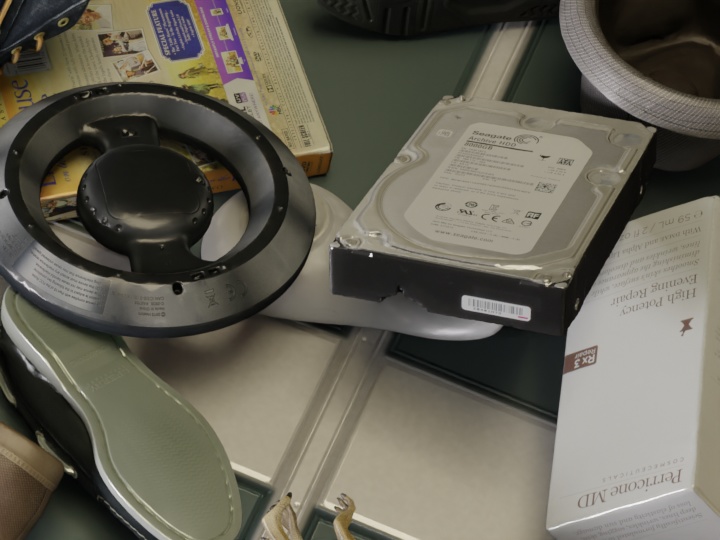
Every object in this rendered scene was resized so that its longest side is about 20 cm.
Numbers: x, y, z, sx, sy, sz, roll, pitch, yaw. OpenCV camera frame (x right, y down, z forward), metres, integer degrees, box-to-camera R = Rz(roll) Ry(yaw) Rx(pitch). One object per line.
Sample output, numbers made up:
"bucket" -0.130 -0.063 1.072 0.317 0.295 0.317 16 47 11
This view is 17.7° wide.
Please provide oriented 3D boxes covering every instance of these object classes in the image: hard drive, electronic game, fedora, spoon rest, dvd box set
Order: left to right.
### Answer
"electronic game" -0.124 -0.038 1.332 0.199 0.042 0.201 6 45 -7
"dvd box set" -0.132 -0.107 1.426 0.199 0.029 0.147 -11 59 -17
"spoon rest" 0.000 0.000 1.367 0.199 0.061 0.100 16 52 19
"hard drive" 0.080 -0.037 1.325 0.139 0.038 0.200 11 32 19
"fedora" 0.206 -0.135 1.461 0.176 0.091 0.200 26 49 8

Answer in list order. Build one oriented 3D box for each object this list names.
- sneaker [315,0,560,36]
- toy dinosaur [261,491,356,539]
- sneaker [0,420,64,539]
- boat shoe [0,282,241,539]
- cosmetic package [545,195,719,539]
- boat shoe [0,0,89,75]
"sneaker" 0.051 -0.217 1.506 0.198 0.076 0.115 -8 55 -18
"toy dinosaur" -0.022 0.171 1.190 0.101 0.058 0.200 44 37 1
"sneaker" -0.259 0.090 1.249 0.199 0.070 0.076 25 76 20
"boat shoe" -0.136 0.090 1.273 0.075 0.060 0.200 -16 56 -35
"cosmetic package" 0.171 0.067 1.302 0.074 0.101 0.201 42 43 -34
"boat shoe" -0.214 -0.143 1.361 0.090 0.201 0.071 13 22 -21
